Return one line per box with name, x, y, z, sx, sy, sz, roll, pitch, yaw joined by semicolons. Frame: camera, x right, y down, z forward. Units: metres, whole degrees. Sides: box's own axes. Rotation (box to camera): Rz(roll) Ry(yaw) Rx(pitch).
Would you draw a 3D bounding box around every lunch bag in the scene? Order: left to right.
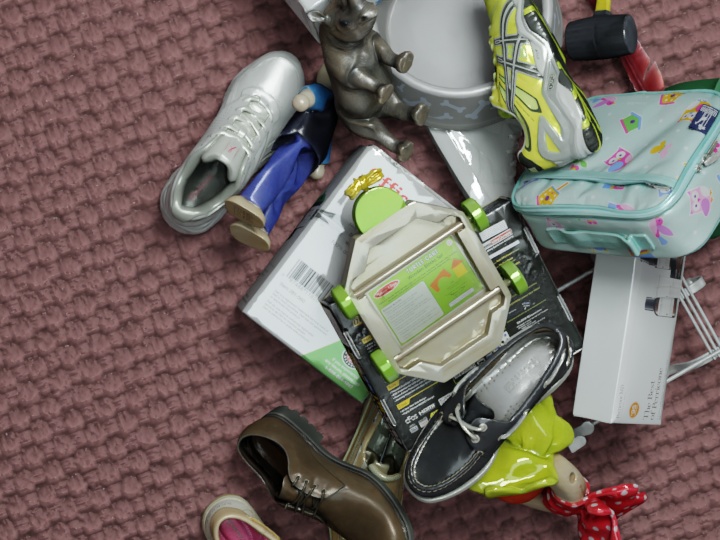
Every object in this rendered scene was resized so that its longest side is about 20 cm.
lunch bag;0.239;-0.084;1.509;0.161;0.199;0.077;-52;123;-27

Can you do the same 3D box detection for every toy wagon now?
toy wagon;0.049;-0.002;1.517;0.155;0.040;0.201;-33;101;-6

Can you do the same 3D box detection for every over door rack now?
over door rack;0.247;0.059;1.662;0.199;0.067;0.148;-31;95;-4

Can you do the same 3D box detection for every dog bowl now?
dog bowl;0.093;-0.236;1.599;0.199;0.059;0.201;-1;75;4

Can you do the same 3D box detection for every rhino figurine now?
rhino figurine;0.001;-0.185;1.517;0.087;0.200;0.060;29;66;30

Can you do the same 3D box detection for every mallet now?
mallet;0.245;-0.293;1.626;0.066;0.041;0.201;5;73;30

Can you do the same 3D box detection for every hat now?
hat;0.284;-0.142;1.666;0.175;0.166;0.201;12;73;28

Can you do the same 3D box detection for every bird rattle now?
bird rattle;0.171;0.190;1.623;0.200;0.163;0.113;34;72;-38

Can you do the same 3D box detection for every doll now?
doll;-0.056;-0.119;1.588;0.048;0.137;0.201;23;63;17

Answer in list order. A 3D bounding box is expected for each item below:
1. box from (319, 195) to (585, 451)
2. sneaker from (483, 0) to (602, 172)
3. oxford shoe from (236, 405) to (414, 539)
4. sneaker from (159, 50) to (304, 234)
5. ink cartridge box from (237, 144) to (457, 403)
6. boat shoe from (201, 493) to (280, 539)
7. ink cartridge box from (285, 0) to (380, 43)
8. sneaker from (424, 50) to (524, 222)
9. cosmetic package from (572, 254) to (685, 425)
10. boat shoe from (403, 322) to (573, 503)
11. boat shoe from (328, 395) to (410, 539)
box;0.087;0.049;1.575;0.199;0.049;0.160;-30;100;-7
sneaker;0.142;-0.181;1.514;0.076;0.075;0.201;-28;66;16
oxford shoe;-0.038;0.212;1.593;0.200;0.084;0.073;34;119;22
sneaker;-0.113;-0.118;1.595;0.078;0.099;0.201;32;89;-7
ink cartridge box;0.000;0.000;1.622;0.146;0.084;0.200;38;88;-9
boat shoe;-0.082;0.306;1.638;0.074;0.069;0.200;-42;97;-3
ink cartridge box;-0.043;-0.335;1.566;0.145;0.084;0.200;-36;74;-3
sneaker;0.140;-0.116;1.638;0.115;0.074;0.201;-29;95;-1
cosmetic package;0.254;0.041;1.585;0.082;0.050;0.201;6;92;-43
boat shoe;0.113;0.125;1.522;0.200;0.060;0.074;-41;69;-5
boat shoe;0.015;0.194;1.639;0.071;0.076;0.201;11;93;-9
